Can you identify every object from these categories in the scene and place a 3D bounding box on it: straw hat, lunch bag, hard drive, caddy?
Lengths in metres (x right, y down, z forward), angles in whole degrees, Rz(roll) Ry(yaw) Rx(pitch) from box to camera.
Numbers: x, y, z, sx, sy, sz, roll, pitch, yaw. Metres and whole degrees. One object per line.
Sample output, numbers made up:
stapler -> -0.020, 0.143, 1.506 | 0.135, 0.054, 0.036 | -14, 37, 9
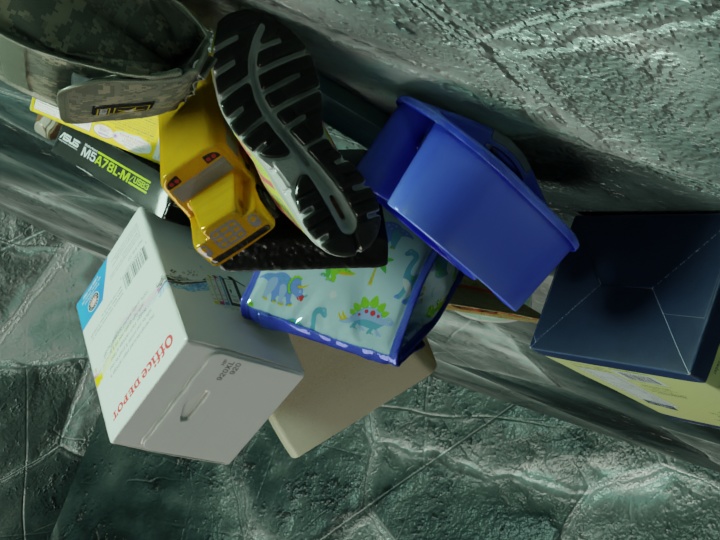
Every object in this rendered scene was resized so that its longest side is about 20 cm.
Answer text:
straw hat -> 0.131, 0.004, 1.192 | 0.200, 0.086, 0.201 | 9, 178, 0
lunch bag -> -0.207, -0.176, 0.784 | 0.199, 0.118, 0.164 | 28, 172, -12
hard drive -> -0.051, -0.058, 0.964 | 0.139, 0.033, 0.200 | -1, -154, -3
lunch bag -> 0.000, 0.000, 1.063 | 0.169, 0.200, 0.128 | 16, 136, 19
caddy -> 0.090, -0.061, 0.863 | 0.200, 0.105, 0.141 | 38, -177, -36

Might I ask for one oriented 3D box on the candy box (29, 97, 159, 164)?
candy box -> -0.214, -0.160, 1.044 | 0.199, 0.026, 0.102 | 23, 127, -8

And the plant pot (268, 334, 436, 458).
plant pot -> -0.055, 0.056, 1.256 | 0.177, 0.199, 0.200 | 53, -170, -26

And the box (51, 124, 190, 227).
box -> -0.195, -0.089, 1.156 | 0.193, 0.048, 0.200 | 32, -171, 34

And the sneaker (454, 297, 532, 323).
sneaker -> 0.118, 0.010, 1.299 | 0.200, 0.074, 0.118 | 24, 178, 1

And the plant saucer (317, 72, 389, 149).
plant saucer -> 0.013, -0.123, 0.946 | 0.199, 0.019, 0.070 | 26, 170, -33

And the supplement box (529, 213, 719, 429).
supplement box -> 0.299, 0.052, 0.941 | 0.199, 0.135, 0.200 | 26, 170, -28

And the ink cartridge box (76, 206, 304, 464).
ink cartridge box -> -0.176, 0.068, 1.089 | 0.144, 0.147, 0.200 | 19, -149, -38

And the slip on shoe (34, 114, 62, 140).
slip on shoe -> -0.314, -0.183, 1.184 | 0.060, 0.076, 0.200 | 25, 163, -11

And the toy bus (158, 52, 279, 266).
toy bus -> -0.121, -0.095, 0.884 | 0.078, 0.065, 0.200 | 50, -164, -36

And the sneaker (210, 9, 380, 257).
sneaker -> -0.060, -0.100, 0.826 | 0.201, 0.078, 0.090 | 65, 167, -10
